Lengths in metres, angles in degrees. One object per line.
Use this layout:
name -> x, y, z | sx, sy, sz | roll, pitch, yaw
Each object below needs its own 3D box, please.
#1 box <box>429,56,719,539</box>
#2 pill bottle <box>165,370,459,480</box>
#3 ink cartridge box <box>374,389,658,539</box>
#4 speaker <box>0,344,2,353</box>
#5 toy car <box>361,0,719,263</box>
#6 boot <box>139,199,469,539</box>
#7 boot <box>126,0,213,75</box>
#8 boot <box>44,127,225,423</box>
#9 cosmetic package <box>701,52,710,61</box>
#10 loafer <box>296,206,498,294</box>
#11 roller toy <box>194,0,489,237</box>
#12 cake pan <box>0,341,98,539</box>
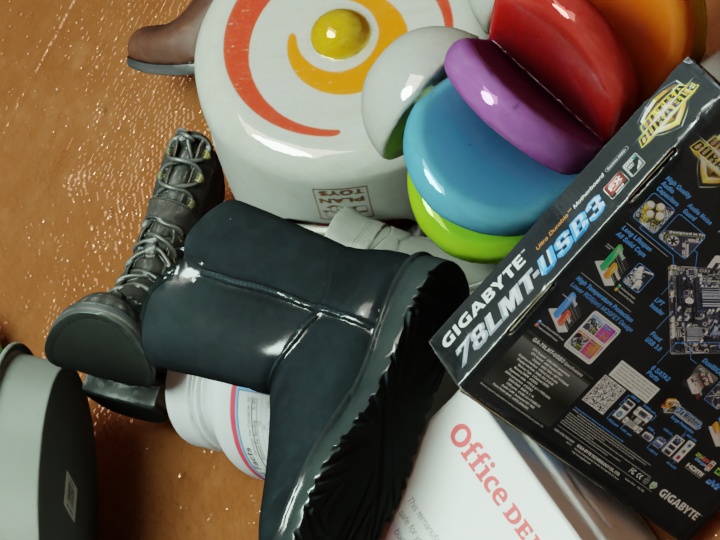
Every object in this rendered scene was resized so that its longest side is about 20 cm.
box -> 0.170, 0.022, 1.163 | 0.199, 0.200, 0.050 | -49, 35, 9
pill bottle -> -0.017, 0.078, 1.337 | 0.199, 0.109, 0.110 | 7, 76, 38
ink cartridge box -> 0.062, 0.195, 1.207 | 0.200, 0.144, 0.148 | -45, 51, 13
speaker -> -0.272, 0.116, 1.511 | 0.088, 0.088, 0.201 | -36, 46, 19
toy car -> 0.098, -0.092, 1.176 | 0.175, 0.150, 0.200 | 43, 97, 11
boot -> -0.050, 0.064, 1.198 | 0.167, 0.076, 0.201 | 12, 70, 35
boot -> -0.095, -0.237, 1.485 | 0.187, 0.068, 0.202 | -9, 101, 33
boot -> -0.132, -0.009, 1.401 | 0.069, 0.200, 0.175 | 15, 73, 6
cosmetic package -> 0.169, -0.018, 1.263 | 0.103, 0.073, 0.201 | 35, 94, 40
loafer -> 0.000, 0.000, 1.275 | 0.199, 0.070, 0.070 | -2, 28, 25
roller toy -> -0.002, -0.108, 1.348 | 0.182, 0.140, 0.200 | -41, 64, -13
cake pan -> -0.199, 0.145, 1.401 | 0.036, 0.200, 0.202 | -2, 68, 5
